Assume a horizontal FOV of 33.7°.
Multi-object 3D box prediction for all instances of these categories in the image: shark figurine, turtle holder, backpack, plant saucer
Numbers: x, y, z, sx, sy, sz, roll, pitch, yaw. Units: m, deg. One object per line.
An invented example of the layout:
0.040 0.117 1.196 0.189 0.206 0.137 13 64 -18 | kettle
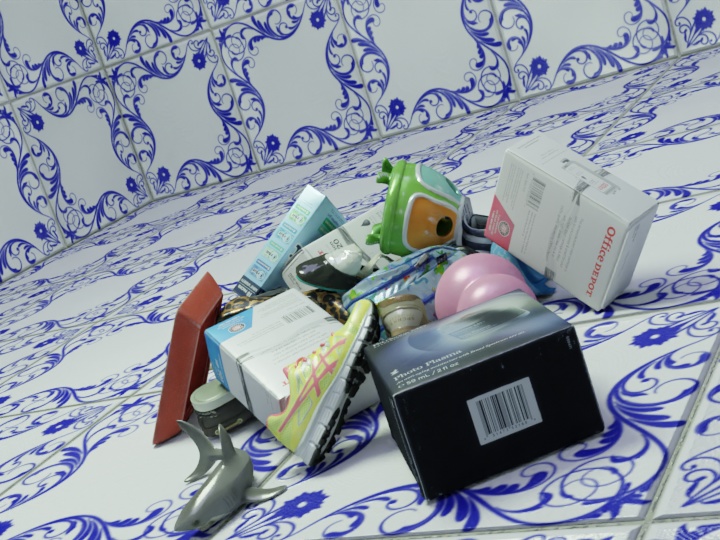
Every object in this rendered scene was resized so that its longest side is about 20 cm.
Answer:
-0.159 0.215 1.372 0.126 0.091 0.215 -19 15 -3 | shark figurine
0.084 -0.083 1.746 0.129 0.143 0.186 10 -8 4 | turtle holder
0.070 0.044 1.634 0.200 0.154 0.163 -47 12 -36 | backpack
-0.240 0.124 1.695 0.036 0.203 0.200 12 16 2 | plant saucer

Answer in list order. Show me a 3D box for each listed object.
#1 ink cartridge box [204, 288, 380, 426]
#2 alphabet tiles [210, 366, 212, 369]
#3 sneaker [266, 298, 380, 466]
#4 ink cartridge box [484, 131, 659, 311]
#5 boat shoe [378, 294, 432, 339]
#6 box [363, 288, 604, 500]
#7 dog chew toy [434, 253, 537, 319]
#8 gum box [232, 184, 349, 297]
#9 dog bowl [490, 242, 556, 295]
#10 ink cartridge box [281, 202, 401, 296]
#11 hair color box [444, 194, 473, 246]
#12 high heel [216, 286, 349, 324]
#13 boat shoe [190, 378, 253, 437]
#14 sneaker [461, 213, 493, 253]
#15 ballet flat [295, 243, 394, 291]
-0.087 0.120 1.517 0.145 0.087 0.199 -25 36 -25 | ink cartridge box
-0.238 0.131 2.004 0.165 0.008 0.200 -17 13 11 | alphabet tiles
-0.045 0.116 1.370 0.089 0.202 0.078 24 -11 19 | sneaker
0.273 -0.065 1.556 0.199 0.148 0.082 35 45 27 | ink cartridge box
0.068 0.096 1.436 0.070 0.065 0.200 -18 -28 13 | boat shoe
0.122 0.122 1.257 0.197 0.125 0.198 -20 12 -5 | box
0.168 0.055 1.484 0.123 0.126 0.200 -21 21 -7 | dog chew toy
-0.097 -0.013 1.878 0.044 0.170 0.201 32 84 27 | gum box
0.251 -0.028 1.722 0.049 0.112 0.200 -27 7 36 | dog bowl
-0.003 0.004 1.829 0.199 0.146 0.085 -31 -8 -39 | ink cartridge box
0.143 -0.071 1.939 0.060 0.102 0.200 -16 -6 17 | hair color box
-0.106 0.072 1.707 0.198 0.073 0.141 12 24 43 | high heel
-0.133 0.159 1.611 0.199 0.061 0.072 -23 24 -21 | boat shoe
0.183 -0.038 1.797 0.069 0.110 0.200 3 11 5 | sneaker
0.000 0.000 1.729 0.197 0.069 0.068 14 22 -30 | ballet flat
